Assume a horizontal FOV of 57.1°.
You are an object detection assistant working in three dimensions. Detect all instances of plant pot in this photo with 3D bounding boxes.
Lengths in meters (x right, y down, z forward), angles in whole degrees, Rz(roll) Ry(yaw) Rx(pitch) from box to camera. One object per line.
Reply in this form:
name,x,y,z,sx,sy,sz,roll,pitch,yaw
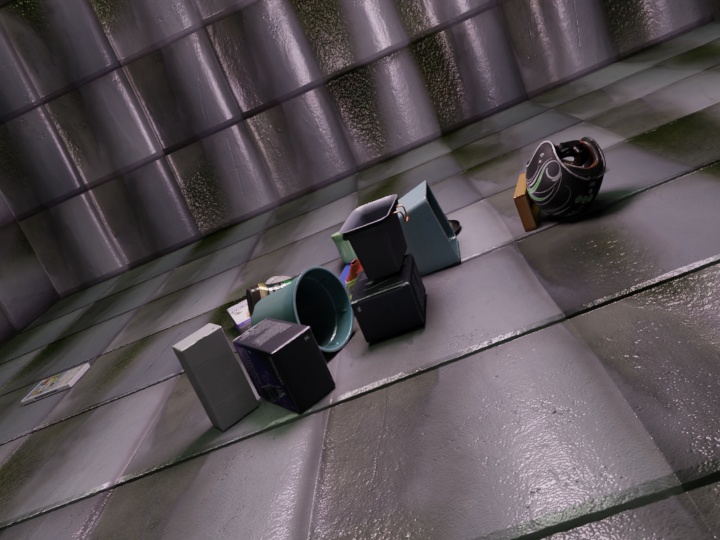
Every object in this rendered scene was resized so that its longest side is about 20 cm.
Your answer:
plant pot,0.140,-0.094,1.816,0.197,0.199,0.196,-27,15,16
plant pot,-0.151,0.115,1.598,0.194,0.203,0.200,-21,15,39

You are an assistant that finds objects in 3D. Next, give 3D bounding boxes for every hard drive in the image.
hard drive,-0.004,0.012,1.959,0.130,0.026,0.201,-18,18,18

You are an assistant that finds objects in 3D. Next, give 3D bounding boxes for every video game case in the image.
video game case,-1.039,0.387,2.260,0.196,0.018,0.144,-21,18,11

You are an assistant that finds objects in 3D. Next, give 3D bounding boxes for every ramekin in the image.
ramekin,0.014,-0.097,2.084,0.196,0.100,0.200,-20,6,2

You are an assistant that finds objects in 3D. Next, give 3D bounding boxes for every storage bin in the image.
storage bin,0.052,-0.077,1.545,0.143,0.136,0.201,-18,18,18

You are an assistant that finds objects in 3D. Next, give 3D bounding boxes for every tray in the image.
tray,0.457,-0.192,1.810,0.036,0.100,0.200,-16,19,26

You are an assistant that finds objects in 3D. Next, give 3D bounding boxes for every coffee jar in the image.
coffee jar,-0.202,0.074,1.753,0.196,0.106,0.085,-14,-12,-11

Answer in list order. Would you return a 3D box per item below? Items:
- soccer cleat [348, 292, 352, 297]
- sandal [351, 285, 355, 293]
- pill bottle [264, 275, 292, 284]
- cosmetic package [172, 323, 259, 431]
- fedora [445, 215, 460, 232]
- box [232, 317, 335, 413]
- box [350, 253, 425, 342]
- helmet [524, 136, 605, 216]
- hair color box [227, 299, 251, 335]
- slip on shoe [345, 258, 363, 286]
soccer cleat,-0.064,0.082,1.787,0.081,0.068,0.200,-46,21,-6
sandal,0.067,0.055,1.713,0.196,0.049,0.075,-4,22,25
pill bottle,-0.212,0.075,1.908,0.108,0.111,0.199,-29,17,-19
cosmetic package,-0.311,0.228,1.426,0.101,0.203,0.071,-31,19,-28
fedora,0.205,-0.138,2.003,0.197,0.093,0.201,-22,18,7
box,-0.165,0.197,1.412,0.104,0.150,0.198,-32,18,-29
box,0.068,0.061,1.552,0.145,0.106,0.201,-19,18,14
helmet,0.520,-0.238,1.704,0.198,0.201,0.192,-33,-18,-29
hair color box,-0.321,0.137,1.956,0.108,0.066,0.200,-28,19,-14
slip on shoe,0.000,0.000,1.772,0.073,0.062,0.200,-19,-7,-15
